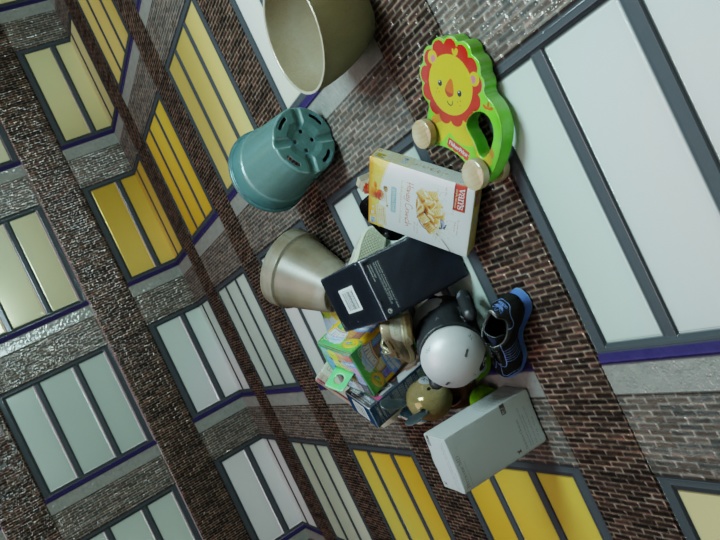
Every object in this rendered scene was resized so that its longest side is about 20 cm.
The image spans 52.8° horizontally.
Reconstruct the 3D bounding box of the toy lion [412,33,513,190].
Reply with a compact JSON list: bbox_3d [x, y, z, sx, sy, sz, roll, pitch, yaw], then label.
[{"bbox_3d":[0.160,-0.253,1.110,0.200,0.068,0.193,46,142,33],"label":"toy lion"}]

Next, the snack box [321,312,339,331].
[{"bbox_3d":[-0.013,0.157,1.814,0.200,0.067,0.170,24,135,54],"label":"snack box"}]

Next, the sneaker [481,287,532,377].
[{"bbox_3d":[0.245,0.121,1.265,0.070,0.078,0.201,40,145,41],"label":"sneaker"}]

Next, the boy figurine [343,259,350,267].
[{"bbox_3d":[0.036,0.029,1.601,0.199,0.064,0.125,25,119,51],"label":"boy figurine"}]

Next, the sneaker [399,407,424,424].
[{"bbox_3d":[0.102,0.320,1.754,0.199,0.077,0.081,23,155,51],"label":"sneaker"}]

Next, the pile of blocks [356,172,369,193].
[{"bbox_3d":[0.049,-0.157,1.403,0.200,0.062,0.083,-4,110,64],"label":"pile of blocks"}]

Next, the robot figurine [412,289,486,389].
[{"bbox_3d":[0.162,0.125,1.329,0.200,0.124,0.151,-98,-12,-62],"label":"robot figurine"}]

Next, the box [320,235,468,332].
[{"bbox_3d":[0.062,0.014,1.378,0.124,0.197,0.200,63,155,-1],"label":"box"}]

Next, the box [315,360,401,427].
[{"bbox_3d":[0.015,0.246,1.657,0.199,0.128,0.109,35,157,2],"label":"box"}]

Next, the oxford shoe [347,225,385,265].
[{"bbox_3d":[0.000,0.000,1.550,0.075,0.201,0.058,22,179,-9],"label":"oxford shoe"}]

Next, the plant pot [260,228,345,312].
[{"bbox_3d":[-0.116,0.017,1.775,0.173,0.200,0.201,21,135,31],"label":"plant pot"}]

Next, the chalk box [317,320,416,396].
[{"bbox_3d":[0.002,0.170,1.522,0.124,0.200,0.124,10,137,50],"label":"chalk box"}]

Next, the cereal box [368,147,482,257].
[{"bbox_3d":[0.108,-0.117,1.252,0.199,0.040,0.145,21,134,23],"label":"cereal box"}]

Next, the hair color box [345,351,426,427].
[{"bbox_3d":[0.075,0.235,1.553,0.100,0.200,0.061,22,144,54],"label":"hair color box"}]

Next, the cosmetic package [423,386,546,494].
[{"bbox_3d":[0.228,0.306,1.330,0.081,0.199,0.114,-12,103,64],"label":"cosmetic package"}]

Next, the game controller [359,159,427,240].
[{"bbox_3d":[0.081,-0.125,1.319,0.104,0.042,0.200,37,141,-16],"label":"game controller"}]

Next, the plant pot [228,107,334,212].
[{"bbox_3d":[-0.163,-0.252,1.596,0.196,0.199,0.201,-23,93,56],"label":"plant pot"}]

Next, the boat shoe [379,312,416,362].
[{"bbox_3d":[0.068,0.132,1.380,0.200,0.064,0.073,76,-175,-70],"label":"boat shoe"}]

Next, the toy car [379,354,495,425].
[{"bbox_3d":[0.139,0.231,1.431,0.164,0.199,0.159,23,134,54],"label":"toy car"}]

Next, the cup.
[{"bbox_3d":[-0.060,-0.427,1.262,0.200,0.143,0.201,44,149,35],"label":"cup"}]
